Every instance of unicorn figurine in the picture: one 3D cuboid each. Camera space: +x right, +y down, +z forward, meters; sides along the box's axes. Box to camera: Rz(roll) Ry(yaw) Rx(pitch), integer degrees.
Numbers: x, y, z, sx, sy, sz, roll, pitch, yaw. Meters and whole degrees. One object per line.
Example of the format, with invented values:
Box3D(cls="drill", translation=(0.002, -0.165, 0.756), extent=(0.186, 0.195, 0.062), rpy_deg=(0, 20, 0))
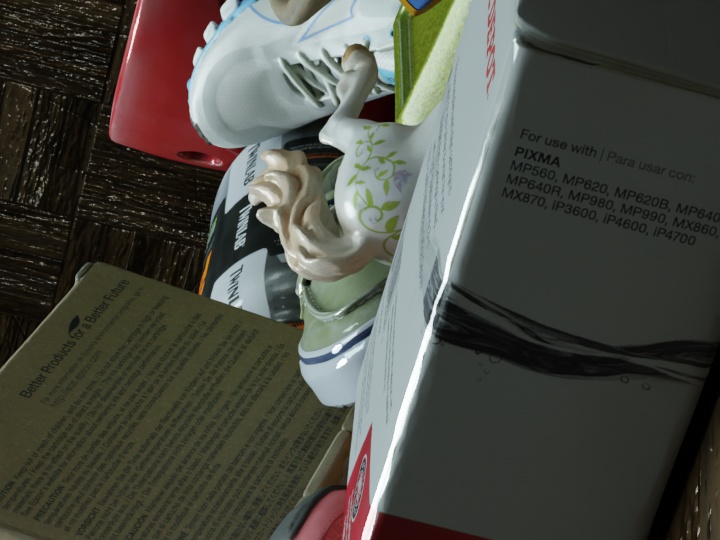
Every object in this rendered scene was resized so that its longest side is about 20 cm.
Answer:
Box3D(cls="unicorn figurine", translation=(0.050, -0.060, 1.047), extent=(0.200, 0.074, 0.137), rpy_deg=(-47, 23, 16))

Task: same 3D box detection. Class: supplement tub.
Box3D(cls="supplement tub", translation=(-0.017, 0.022, 1.401), extent=(0.200, 0.122, 0.123), rpy_deg=(-85, 10, -60))

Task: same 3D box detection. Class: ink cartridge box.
Box3D(cls="ink cartridge box", translation=(-0.078, 0.092, 1.213), extent=(0.200, 0.164, 0.075), rpy_deg=(-54, -21, -56))
Box3D(cls="ink cartridge box", translation=(0.058, -0.003, 0.884), extent=(0.144, 0.084, 0.200), rpy_deg=(-84, 8, -61))

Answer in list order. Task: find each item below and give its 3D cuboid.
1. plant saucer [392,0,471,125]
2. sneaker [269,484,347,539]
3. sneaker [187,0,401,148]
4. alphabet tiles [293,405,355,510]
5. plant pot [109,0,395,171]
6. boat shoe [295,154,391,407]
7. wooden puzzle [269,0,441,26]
Box3D(cls="plant saucer", translation=(0.062, -0.131, 1.203), extent=(0.200, 0.048, 0.200), rpy_deg=(-90, 23, -69))
Box3D(cls="sneaker", translation=(0.012, 0.164, 1.020), extent=(0.087, 0.074, 0.200), rpy_deg=(-22, 54, 35))
Box3D(cls="sneaker", translation=(0.003, -0.109, 1.390), extent=(0.200, 0.075, 0.087), rpy_deg=(-32, 37, 18))
Box3D(cls="alphabet tiles", translation=(-0.009, 0.138, 1.142), extent=(0.167, 0.006, 0.200), rpy_deg=(80, -148, -46))
Box3D(cls="plant pot", translation=(-0.022, -0.143, 1.546), extent=(0.200, 0.182, 0.201), rpy_deg=(-167, 90, -84))
Box3D(cls="boat shoe", translation=(0.000, 0.000, 1.130), extent=(0.072, 0.062, 0.200), rpy_deg=(-31, 10, 5))
Box3D(cls="wooden puzzle", translation=(0.065, -0.151, 0.993), extent=(0.185, 0.046, 0.200), rpy_deg=(-40, 2, -16))
